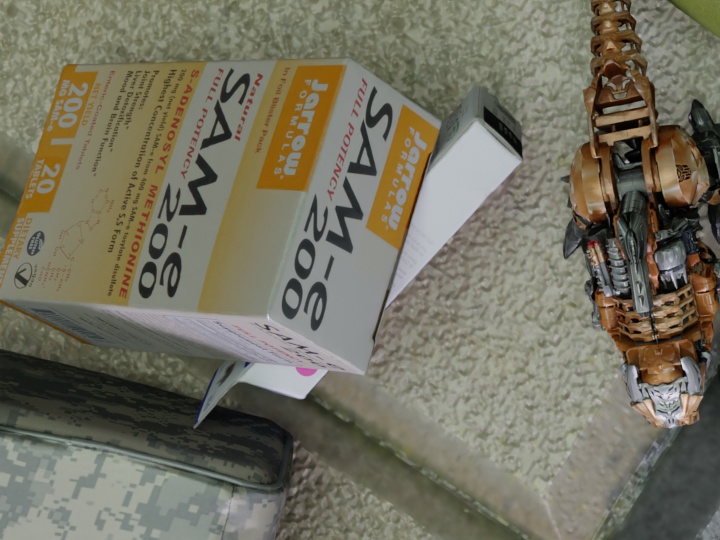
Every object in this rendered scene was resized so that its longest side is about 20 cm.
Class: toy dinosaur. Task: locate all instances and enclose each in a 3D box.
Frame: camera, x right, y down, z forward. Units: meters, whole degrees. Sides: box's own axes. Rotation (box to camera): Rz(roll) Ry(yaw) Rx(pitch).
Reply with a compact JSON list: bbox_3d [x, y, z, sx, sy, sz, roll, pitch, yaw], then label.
[{"bbox_3d":[0.135,-0.034,1.075,0.102,0.136,0.201,12,96,15],"label":"toy dinosaur"}]

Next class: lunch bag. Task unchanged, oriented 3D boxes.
[{"bbox_3d":[-0.143,0.141,1.139,0.199,0.139,0.169,14,100,-2],"label":"lunch bag"}]

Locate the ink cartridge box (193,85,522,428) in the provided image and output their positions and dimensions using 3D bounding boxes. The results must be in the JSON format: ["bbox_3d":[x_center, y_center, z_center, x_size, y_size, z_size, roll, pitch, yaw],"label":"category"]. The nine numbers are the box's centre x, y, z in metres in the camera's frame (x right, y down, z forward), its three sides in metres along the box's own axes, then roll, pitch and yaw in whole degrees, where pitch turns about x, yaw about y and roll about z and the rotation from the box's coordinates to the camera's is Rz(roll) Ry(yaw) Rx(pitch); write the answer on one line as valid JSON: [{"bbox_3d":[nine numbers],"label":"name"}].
[{"bbox_3d":[0.000,0.000,1.131,0.037,0.095,0.200,43,102,-7],"label":"ink cartridge box"}]

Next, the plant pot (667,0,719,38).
[{"bbox_3d":[0.199,-0.166,1.046,0.199,0.187,0.188,22,98,28],"label":"plant pot"}]

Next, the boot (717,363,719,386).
[{"bbox_3d":[0.245,0.093,1.051,0.145,0.070,0.201,-11,61,4],"label":"boot"}]

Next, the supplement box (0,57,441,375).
[{"bbox_3d":[-0.071,-0.028,1.101,0.199,0.073,0.127,3,70,43],"label":"supplement box"}]
